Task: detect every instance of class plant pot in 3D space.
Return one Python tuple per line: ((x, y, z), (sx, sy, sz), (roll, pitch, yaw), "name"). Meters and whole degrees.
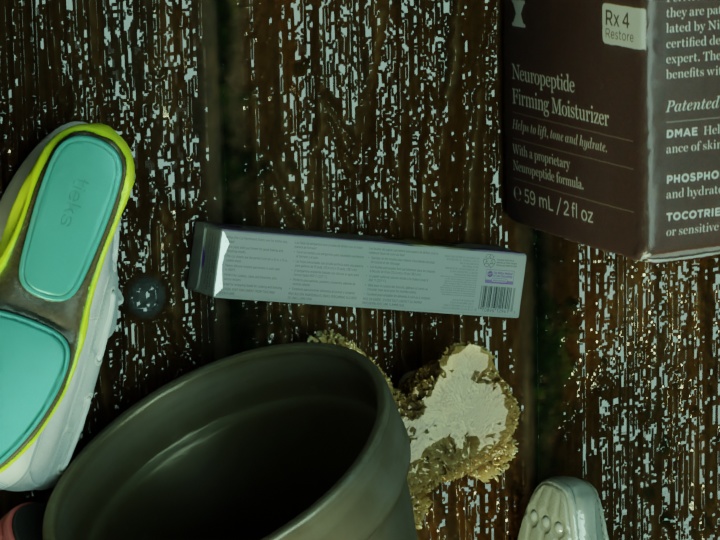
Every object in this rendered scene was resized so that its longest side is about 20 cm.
((-0.045, 0.166, 1.602), (0.200, 0.200, 0.174), (-34, 119, -17), "plant pot")

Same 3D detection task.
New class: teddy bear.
((-0.007, 0.108, 1.720), (0.200, 0.067, 0.145), (-44, 106, -6), "teddy bear")

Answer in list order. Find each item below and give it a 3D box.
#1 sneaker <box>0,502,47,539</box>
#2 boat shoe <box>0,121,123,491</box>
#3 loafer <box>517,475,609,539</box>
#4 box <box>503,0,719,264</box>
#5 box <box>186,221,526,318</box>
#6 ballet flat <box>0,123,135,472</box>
((-0.151, 0.202, 1.666), (0.087, 0.074, 0.200), (-36, 127, 19), "sneaker")
((-0.161, 0.023, 1.620), (0.068, 0.072, 0.201), (18, 81, -54), "boat shoe")
((0.137, 0.214, 1.807), (0.069, 0.070, 0.201), (-16, 114, -29), "loafer")
((0.188, -0.121, 1.711), (0.163, 0.166, 0.201), (-7, 102, -25), "box")
((0.000, 0.000, 1.710), (0.199, 0.039, 0.042), (3, 97, -28), "box")
((-0.169, 0.018, 1.548), (0.066, 0.067, 0.201), (24, 92, -8), "ballet flat")
